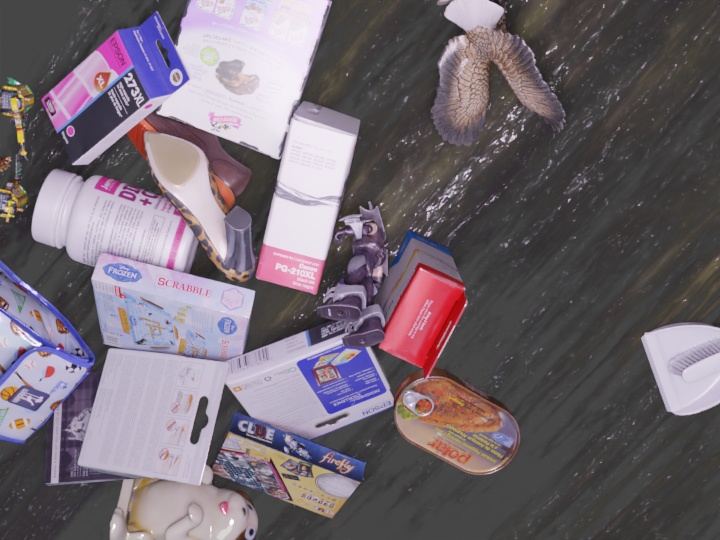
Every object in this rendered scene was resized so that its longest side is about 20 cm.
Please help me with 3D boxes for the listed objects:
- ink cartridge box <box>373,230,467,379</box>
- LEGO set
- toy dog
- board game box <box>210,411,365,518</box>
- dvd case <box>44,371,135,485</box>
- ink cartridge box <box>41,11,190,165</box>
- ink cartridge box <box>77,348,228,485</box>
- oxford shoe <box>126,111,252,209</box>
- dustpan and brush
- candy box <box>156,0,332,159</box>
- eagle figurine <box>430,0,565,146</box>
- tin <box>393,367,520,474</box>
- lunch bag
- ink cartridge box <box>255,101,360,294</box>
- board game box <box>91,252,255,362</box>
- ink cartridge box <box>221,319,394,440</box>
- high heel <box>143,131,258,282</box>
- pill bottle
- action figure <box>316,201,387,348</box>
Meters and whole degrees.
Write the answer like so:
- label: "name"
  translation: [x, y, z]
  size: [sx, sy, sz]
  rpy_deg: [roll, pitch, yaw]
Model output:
- label: "ink cartridge box"
  translation: [0.073, 0.039, 1.110]
  size: [0.066, 0.201, 0.118]
  rpy_deg: [24, 106, -9]
- label: "LEGO set"
  translation: [-0.492, -0.150, 1.089]
  size: [0.150, 0.116, 0.204]
  rpy_deg: [17, 107, -6]
- label: "toy dog"
  translation: [-0.245, 0.364, 1.245]
  size: [0.195, 0.141, 0.198]
  rpy_deg: [5, 125, -3]
- label: "board game box"
  translation: [-0.106, 0.279, 1.237]
  size: [0.196, 0.035, 0.136]
  rpy_deg: [23, 139, -8]
- label: "dvd case"
  translation: [-0.340, 0.215, 1.216]
  size: [0.194, 0.016, 0.153]
  rpy_deg: [-4, 72, 0]
- label: "ink cartridge box"
  translation: [-0.304, -0.222, 1.071]
  size: [0.198, 0.037, 0.096]
  rpy_deg: [-31, 84, 24]
- label: "ink cartridge box"
  translation: [-0.268, 0.195, 1.158]
  size: [0.195, 0.047, 0.164]
  rpy_deg: [3, 70, 22]
- label: "oxford shoe"
  translation: [-0.229, -0.161, 1.127]
  size: [0.199, 0.071, 0.073]
  rpy_deg: [41, 63, -3]
- label: "dustpan and brush"
  translation: [0.510, 0.118, 1.213]
  size: [0.196, 0.057, 0.142]
  rpy_deg: [-24, 106, 7]
- label: "candy box"
  translation: [-0.143, -0.265, 1.081]
  size: [0.164, 0.072, 0.204]
  rpy_deg: [19, 106, -6]
- label: "eagle figurine"
  translation: [0.163, -0.254, 1.062]
  size: [0.147, 0.151, 0.205]
  rpy_deg: [-13, 103, -18]
- label: "tin"
  translation: [0.136, 0.216, 1.248]
  size: [0.197, 0.042, 0.113]
  rpy_deg: [30, 101, -14]
- label: "lunch bag"
  translation: [-0.481, 0.117, 1.171]
  size: [0.200, 0.124, 0.170]
  rpy_deg: [43, 102, -14]
- label: "ink cartridge box"
  translation: [-0.064, -0.095, 1.095]
  size: [0.082, 0.145, 0.205]
  rpy_deg: [14, 107, -3]
- label: "board game box"
  translation: [-0.242, 0.063, 1.135]
  size: [0.195, 0.042, 0.201]
  rpy_deg: [15, 151, -5]
- label: "ink cartridge box"
  translation: [-0.065, 0.158, 1.204]
  size: [0.194, 0.048, 0.201]
  rpy_deg: [-22, 142, 2]
- label: "high heel"
  translation: [-0.203, -0.074, 1.080]
  size: [0.071, 0.144, 0.200]
  rpy_deg: [-37, 69, -24]
- label: "pill bottle"
  translation: [-0.310, -0.055, 1.124]
  size: [0.195, 0.114, 0.116]
  rpy_deg: [17, 107, -6]
- label: "action figure"
  translation: [0.000, 0.000, 1.105]
  size: [0.068, 0.202, 0.132]
  rpy_deg: [-10, 127, 17]
